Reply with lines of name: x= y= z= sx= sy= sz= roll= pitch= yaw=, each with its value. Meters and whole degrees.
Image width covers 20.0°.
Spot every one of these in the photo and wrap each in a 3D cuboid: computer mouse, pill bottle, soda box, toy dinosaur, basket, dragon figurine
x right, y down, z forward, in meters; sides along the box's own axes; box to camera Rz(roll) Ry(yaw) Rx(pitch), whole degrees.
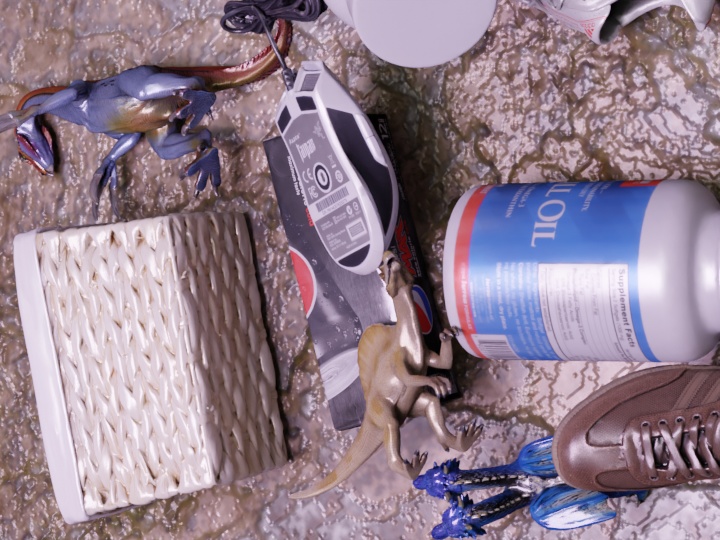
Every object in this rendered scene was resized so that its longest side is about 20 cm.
computer mouse: x=-0.021 y=-0.095 z=1.287 sx=0.110 sy=0.044 sz=0.200 roll=-25 pitch=87 yaw=58
pill bottle: x=0.160 y=0.000 z=1.243 sx=0.200 sy=0.112 sz=0.113 roll=-1 pitch=93 yaw=26
soda box: x=0.000 y=0.000 z=1.350 sx=0.071 sy=0.063 sz=0.200 roll=-16 pitch=86 yaw=27
pill bottle: x=0.020 y=-0.208 z=1.215 sx=0.113 sy=0.113 sz=0.200 roll=-45 pitch=32 yaw=22
toy dinosaur: x=0.023 y=0.084 z=1.286 sx=0.101 sy=0.058 sz=0.200 roll=43 pitch=127 yaw=40
toy dinosaur: x=-0.164 y=-0.106 z=1.438 sx=0.181 sy=0.200 sz=0.105 roll=25 pitch=144 yaw=45
basket: x=-0.138 y=0.060 z=1.387 sx=0.123 sy=0.136 sz=0.200 roll=-10 pitch=89 yaw=23
dragon figurine: x=0.134 y=0.128 z=1.271 sx=0.200 sy=0.099 sz=0.059 roll=-14 pitch=88 yaw=27

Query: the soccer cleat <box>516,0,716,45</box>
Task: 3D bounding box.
soccer cleat: x=0.128 y=-0.181 z=1.269 sx=0.200 sy=0.069 sz=0.085 roll=-1 pitch=78 yaw=22

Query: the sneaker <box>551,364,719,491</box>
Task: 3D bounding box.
sneaker: x=0.212 y=0.090 z=1.201 sx=0.200 sy=0.076 sz=0.071 roll=-14 pitch=98 yaw=0
